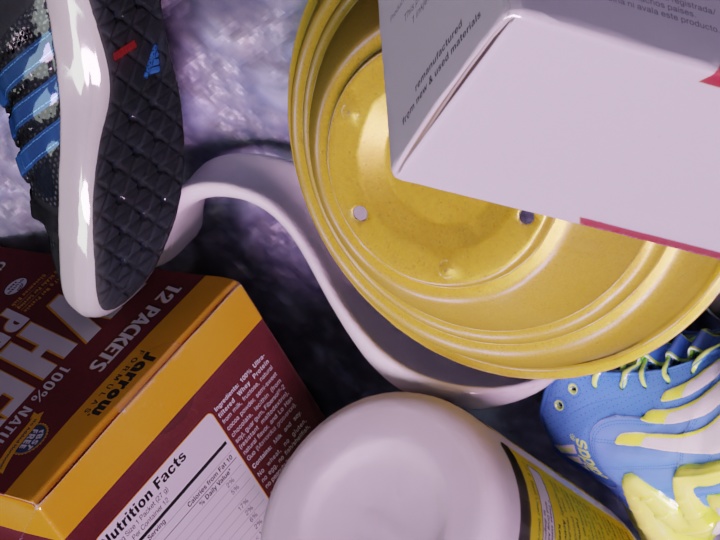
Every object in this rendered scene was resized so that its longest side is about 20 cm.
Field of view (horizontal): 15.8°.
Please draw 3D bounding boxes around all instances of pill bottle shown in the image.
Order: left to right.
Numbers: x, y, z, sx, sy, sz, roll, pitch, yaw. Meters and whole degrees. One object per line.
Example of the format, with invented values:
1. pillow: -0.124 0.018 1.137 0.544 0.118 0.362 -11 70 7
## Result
1. pill bottle: 0.053 0.133 1.078 0.112 0.113 0.200 -8 155 29

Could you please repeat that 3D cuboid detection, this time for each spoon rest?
1. spoon rest: 0.000 0.000 1.078 0.199 0.099 0.061 20 133 22

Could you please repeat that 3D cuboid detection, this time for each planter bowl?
1. planter bowl: 0.044 -0.047 0.957 0.199 0.083 0.202 7 105 25

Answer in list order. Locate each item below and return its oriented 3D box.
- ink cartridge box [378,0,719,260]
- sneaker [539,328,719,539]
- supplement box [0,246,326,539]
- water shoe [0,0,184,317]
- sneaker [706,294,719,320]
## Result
1. ink cartridge box: 0.083 -0.115 0.827 0.145 0.201 0.083 13 141 -22
2. sneaker: 0.123 0.055 1.055 0.105 0.076 0.200 32 153 5
3. supplement box: -0.108 0.112 1.149 0.197 0.133 0.200 7 137 48
4. water shoe: -0.122 -0.081 1.059 0.079 0.071 0.201 12 115 29
5. sneaker: 0.174 -0.020 0.969 0.070 0.099 0.200 29 137 -6
